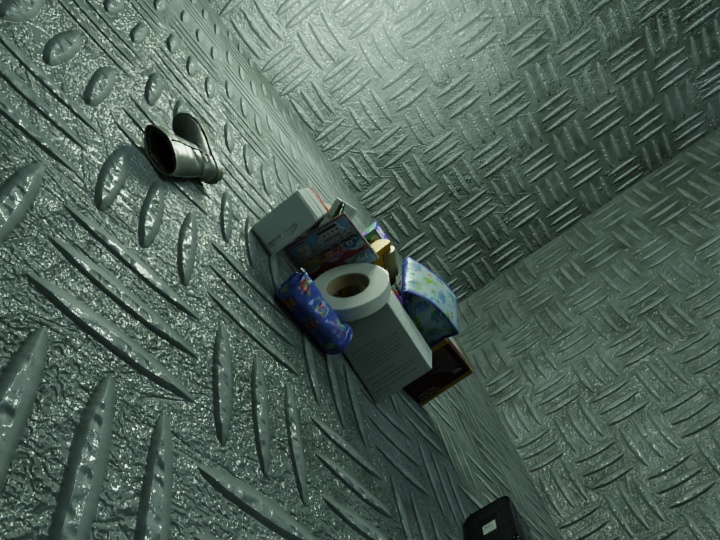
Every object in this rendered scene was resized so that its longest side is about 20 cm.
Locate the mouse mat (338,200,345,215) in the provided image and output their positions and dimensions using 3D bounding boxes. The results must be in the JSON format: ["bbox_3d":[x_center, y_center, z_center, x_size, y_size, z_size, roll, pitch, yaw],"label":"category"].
[{"bbox_3d":[-0.076,-0.077,1.520,0.007,0.202,0.162,16,29,-1],"label":"mouse mat"}]

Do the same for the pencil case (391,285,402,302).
[{"bbox_3d":[0.100,0.125,1.595,0.088,0.088,0.202,40,22,-57],"label":"pencil case"}]

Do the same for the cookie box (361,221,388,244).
[{"bbox_3d":[-0.013,-0.053,1.697,0.076,0.199,0.171,52,9,-8],"label":"cookie box"}]

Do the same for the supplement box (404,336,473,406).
[{"bbox_3d":[0.199,0.269,1.693,0.200,0.196,0.133,47,13,-37],"label":"supplement box"}]

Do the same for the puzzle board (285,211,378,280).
[{"bbox_3d":[-0.074,-0.043,1.403,0.151,0.198,0.017,50,29,-23],"label":"puzzle board"}]

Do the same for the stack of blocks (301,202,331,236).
[{"bbox_3d":[-0.132,-0.141,1.631,0.059,0.115,0.200,46,8,10],"label":"stack of blocks"}]

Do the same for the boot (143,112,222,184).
[{"bbox_3d":[-0.359,-0.249,1.082,0.183,0.072,0.200,55,16,7],"label":"boot"}]

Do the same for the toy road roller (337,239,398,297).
[{"bbox_3d":[0.000,0.000,1.539,0.199,0.145,0.125,-35,124,-43],"label":"toy road roller"}]

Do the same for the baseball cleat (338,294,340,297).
[{"bbox_3d":[-0.007,0.077,1.649,0.106,0.070,0.200,33,19,4],"label":"baseball cleat"}]

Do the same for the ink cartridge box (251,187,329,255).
[{"bbox_3d":[-0.165,-0.124,1.352,0.084,0.144,0.200,52,10,-7],"label":"ink cartridge box"}]

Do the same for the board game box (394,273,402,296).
[{"bbox_3d":[0.062,0.024,1.739,0.127,0.035,0.199,49,-22,-20],"label":"board game box"}]

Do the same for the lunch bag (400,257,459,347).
[{"bbox_3d":[0.175,0.081,1.533,0.201,0.126,0.171,51,23,-23],"label":"lunch bag"}]

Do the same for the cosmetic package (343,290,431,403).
[{"bbox_3d":[0.060,0.184,1.386,0.201,0.164,0.165,56,9,1],"label":"cosmetic package"}]

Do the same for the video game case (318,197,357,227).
[{"bbox_3d":[-0.085,-0.117,1.632,0.022,0.184,0.200,34,6,12],"label":"video game case"}]

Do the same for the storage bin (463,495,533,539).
[{"bbox_3d":[0.321,0.632,1.281,0.094,0.134,0.200,55,10,-1],"label":"storage bin"}]

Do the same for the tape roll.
[{"bbox_3d":[-0.025,0.048,1.323,0.204,0.200,0.038,-107,-176,-60],"label":"tape roll"}]

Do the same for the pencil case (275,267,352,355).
[{"bbox_3d":[-0.096,0.089,1.188,0.201,0.077,0.087,53,33,-25],"label":"pencil case"}]
